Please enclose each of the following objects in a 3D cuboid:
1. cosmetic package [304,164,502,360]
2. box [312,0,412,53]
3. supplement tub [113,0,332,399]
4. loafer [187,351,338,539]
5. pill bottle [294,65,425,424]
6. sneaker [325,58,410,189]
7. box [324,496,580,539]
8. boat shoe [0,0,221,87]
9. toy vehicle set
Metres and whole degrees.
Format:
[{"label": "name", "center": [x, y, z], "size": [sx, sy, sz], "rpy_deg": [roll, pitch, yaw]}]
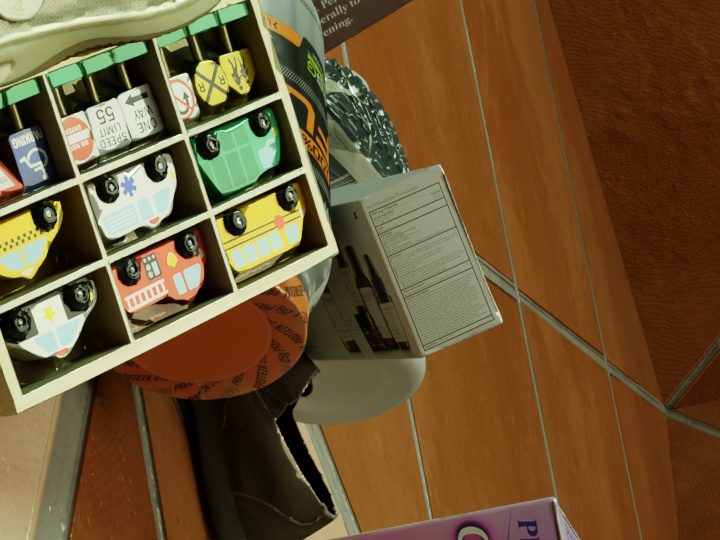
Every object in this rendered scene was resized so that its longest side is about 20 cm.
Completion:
[{"label": "cosmetic package", "center": [0.000, 0.000, 1.304], "size": [0.083, 0.051, 0.200], "rpy_deg": [70, -18, -4]}, {"label": "box", "center": [-0.029, -0.258, 1.450], "size": [0.164, 0.166, 0.200], "rpy_deg": [46, -17, 49]}, {"label": "supplement tub", "center": [-0.075, -0.046, 1.233], "size": [0.123, 0.122, 0.200], "rpy_deg": [65, 17, -49]}, {"label": "loafer", "center": [-0.055, 0.051, 1.358], "size": [0.073, 0.071, 0.201], "rpy_deg": [-39, 116, -78]}, {"label": "pill bottle", "center": [-0.022, -0.019, 1.520], "size": [0.104, 0.104, 0.200], "rpy_deg": [61, 20, -56]}, {"label": "sneaker", "center": [-0.046, -0.076, 1.420], "size": [0.200, 0.086, 0.078], "rpy_deg": [38, 29, -40]}, {"label": "box", "center": [0.020, 0.194, 1.242], "size": [0.176, 0.199, 0.097], "rpy_deg": [56, 24, -64]}, {"label": "boat shoe", "center": [-0.120, -0.124, 1.044], "size": [0.200, 0.073, 0.063], "rpy_deg": [-26, 123, -45]}, {"label": "toy vehicle set", "center": [-0.098, -0.033, 1.069], "size": [0.200, 0.026, 0.125], "rpy_deg": [-27, 102, -46]}]
